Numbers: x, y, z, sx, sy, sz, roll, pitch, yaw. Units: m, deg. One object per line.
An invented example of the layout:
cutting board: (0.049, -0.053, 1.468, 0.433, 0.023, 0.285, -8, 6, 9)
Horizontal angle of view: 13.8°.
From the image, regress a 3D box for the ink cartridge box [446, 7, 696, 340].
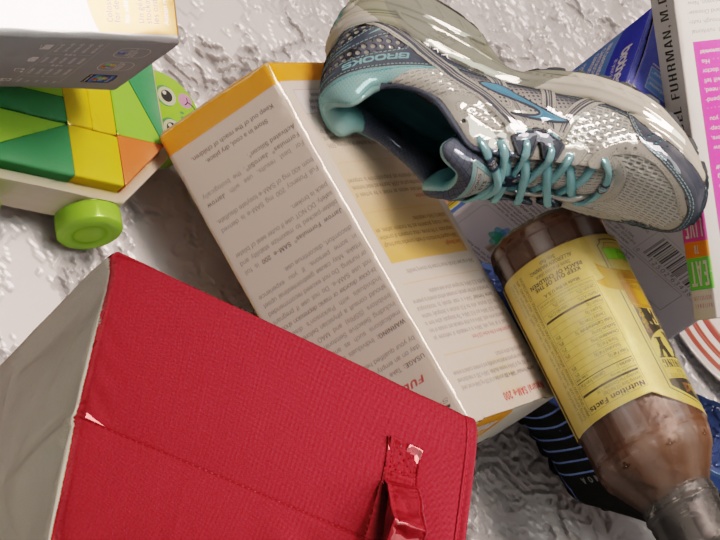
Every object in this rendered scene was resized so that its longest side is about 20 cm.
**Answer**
ink cartridge box: (0.150, -0.043, 1.544, 0.136, 0.200, 0.076, 39, 43, -16)

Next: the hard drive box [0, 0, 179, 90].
hard drive box: (-0.192, -0.166, 1.322, 0.200, 0.077, 0.156, -1, 77, -30)

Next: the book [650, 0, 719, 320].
book: (0.216, -0.082, 1.469, 0.133, 0.048, 0.200, -6, 88, -21)

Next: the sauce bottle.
sauce bottle: (0.132, 0.065, 1.457, 0.065, 0.065, 0.200, -6, 64, -45)

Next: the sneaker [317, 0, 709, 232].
sneaker: (0.068, -0.056, 1.421, 0.200, 0.078, 0.086, 23, 43, 1)

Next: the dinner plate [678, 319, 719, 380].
dinner plate: (0.258, -0.002, 1.712, 0.200, 0.024, 0.200, 6, 68, -15)

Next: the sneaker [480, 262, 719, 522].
sneaker: (0.109, 0.074, 1.535, 0.200, 0.078, 0.070, 33, 43, 9)

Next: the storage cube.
storage cube: (-0.078, 0.129, 1.223, 0.180, 0.200, 0.171, 26, 48, -20)

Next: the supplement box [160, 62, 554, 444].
supplement box: (0.000, 0.000, 1.448, 0.200, 0.074, 0.126, 61, 22, 9)

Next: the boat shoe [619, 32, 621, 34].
boat shoe: (0.189, -0.122, 1.742, 0.200, 0.060, 0.072, -25, 81, -49)

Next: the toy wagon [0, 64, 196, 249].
toy wagon: (-0.147, -0.087, 1.421, 0.200, 0.040, 0.155, 11, 56, -38)
